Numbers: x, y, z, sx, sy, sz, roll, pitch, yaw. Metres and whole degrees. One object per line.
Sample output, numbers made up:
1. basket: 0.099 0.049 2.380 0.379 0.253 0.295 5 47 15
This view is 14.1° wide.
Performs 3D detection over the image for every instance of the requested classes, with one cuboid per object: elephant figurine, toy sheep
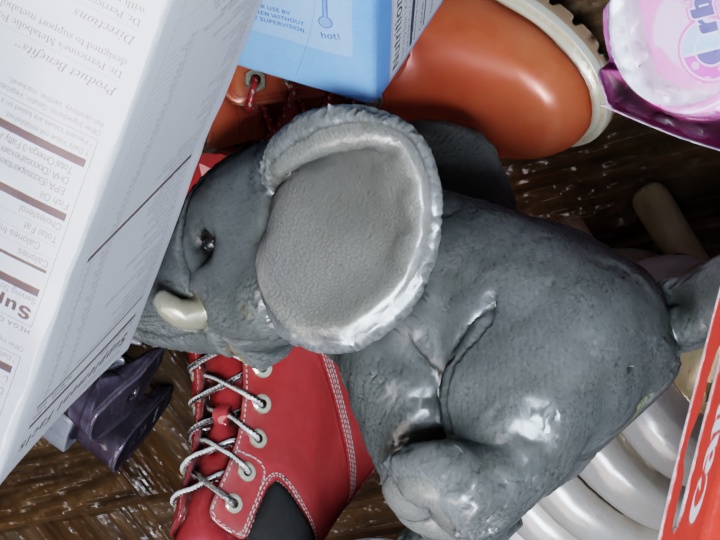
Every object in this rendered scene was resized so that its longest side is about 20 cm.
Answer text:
1. elephant figurine: 0.000 0.000 0.991 0.200 0.155 0.142 48 154 8
2. toy sheep: 0.096 0.055 1.108 0.138 0.138 0.200 38 139 -6

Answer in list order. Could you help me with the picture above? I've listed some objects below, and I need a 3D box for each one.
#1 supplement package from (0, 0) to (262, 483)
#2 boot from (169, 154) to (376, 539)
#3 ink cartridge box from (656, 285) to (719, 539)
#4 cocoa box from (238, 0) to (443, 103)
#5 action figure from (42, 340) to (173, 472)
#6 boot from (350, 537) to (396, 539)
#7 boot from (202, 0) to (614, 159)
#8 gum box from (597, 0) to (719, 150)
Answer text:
1. supplement package: -0.110 -0.053 0.900 0.109 0.114 0.201 28 121 7
2. boot: -0.053 0.034 1.165 0.072 0.145 0.201 -4 127 35
3. ink cartridge box: 0.152 0.049 0.968 0.047 0.200 0.161 16 102 20
4. cocoa box: -0.058 -0.166 0.981 0.199 0.131 0.134 17 137 17
5. action figure: -0.182 0.018 1.294 0.199 0.069 0.130 29 146 10
6. boot: 0.072 0.163 1.196 0.199 0.078 0.138 30 175 2
7. boot: -0.009 -0.069 1.068 0.199 0.107 0.075 17 134 15
8. gum box: 0.182 -0.066 0.931 0.199 0.113 0.067 18 110 16
